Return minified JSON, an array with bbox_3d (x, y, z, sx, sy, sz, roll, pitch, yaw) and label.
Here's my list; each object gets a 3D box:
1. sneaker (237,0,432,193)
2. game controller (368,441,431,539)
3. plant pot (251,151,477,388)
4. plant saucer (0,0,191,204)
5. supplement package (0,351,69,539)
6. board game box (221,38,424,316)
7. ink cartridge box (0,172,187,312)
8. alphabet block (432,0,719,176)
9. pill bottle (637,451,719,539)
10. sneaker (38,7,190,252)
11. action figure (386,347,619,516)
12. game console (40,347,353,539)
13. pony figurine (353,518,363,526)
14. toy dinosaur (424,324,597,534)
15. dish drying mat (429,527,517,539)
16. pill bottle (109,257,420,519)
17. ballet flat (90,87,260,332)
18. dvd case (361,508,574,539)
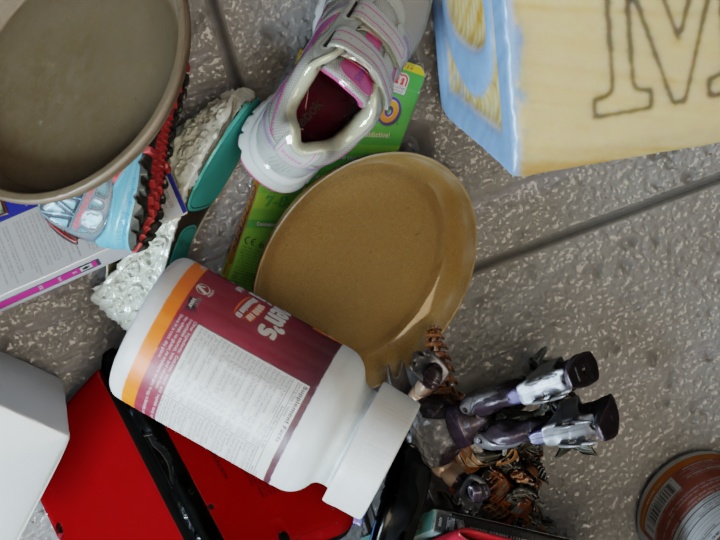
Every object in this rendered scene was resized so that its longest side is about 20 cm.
[{"bbox_3d":[-0.004,-0.143,1.216,0.081,0.088,0.201,32,81,-18],"label":"sneaker"},{"bbox_3d":[0.008,0.229,1.296,0.042,0.104,0.202,19,114,10],"label":"game controller"},{"bbox_3d":[0.000,0.000,1.298,0.198,0.027,0.202,-17,124,-27],"label":"plant pot"},{"bbox_3d":[-0.195,-0.135,1.162,0.200,0.200,0.029,-46,148,3],"label":"plant saucer"},{"bbox_3d":[-0.319,0.106,1.224,0.198,0.117,0.118,26,99,-18],"label":"supplement package"},{"bbox_3d":[-0.028,-0.072,1.297,0.095,0.030,0.202,16,105,-20],"label":"board game box"},{"bbox_3d":[-0.227,-0.036,1.225,0.198,0.037,0.095,-25,73,-4],"label":"ink cartridge box"},{"bbox_3d":[0.165,-0.195,1.198,0.197,0.196,0.199,-10,111,-10],"label":"alphabet block"},{"bbox_3d":[0.308,0.233,1.391,0.111,0.200,0.114,-4,109,-13],"label":"pill bottle"},{"bbox_3d":[-0.175,-0.116,1.191,0.094,0.079,0.202,7,72,6],"label":"sneaker"},{"bbox_3d":[0.089,0.112,1.299,0.198,0.069,0.131,-18,106,30],"label":"action figure"},{"bbox_3d":[-0.128,0.160,1.273,0.171,0.201,0.119,-16,148,-29],"label":"game console"},{"bbox_3d":[-0.089,0.217,1.323,0.193,0.166,0.200,43,97,10],"label":"pony figurine"},{"bbox_3d":[0.109,0.134,1.369,0.135,0.103,0.200,-28,131,11],"label":"toy dinosaur"},{"bbox_3d":[0.066,0.230,1.340,0.076,0.200,0.018,17,67,-18],"label":"dish drying mat"},{"bbox_3d":[-0.065,0.084,1.203,0.198,0.110,0.110,28,99,3],"label":"pill bottle"},{"bbox_3d":[-0.141,-0.049,1.256,0.071,0.072,0.202,22,99,-20],"label":"ballet flat"},{"bbox_3d":[0.116,0.230,1.378,0.198,0.146,0.022,15,68,-20],"label":"dvd case"}]
